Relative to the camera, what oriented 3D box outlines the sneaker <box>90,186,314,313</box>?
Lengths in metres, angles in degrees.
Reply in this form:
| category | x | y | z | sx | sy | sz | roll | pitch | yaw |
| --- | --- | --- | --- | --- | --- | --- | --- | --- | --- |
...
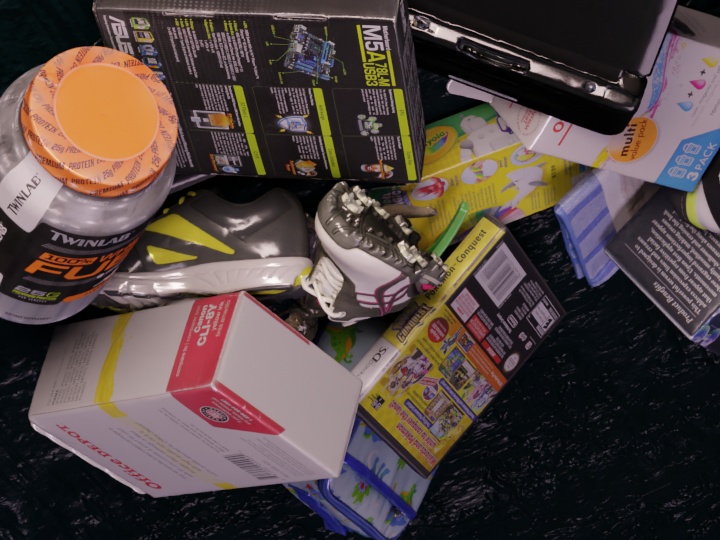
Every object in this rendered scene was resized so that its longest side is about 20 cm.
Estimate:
| category | x | y | z | sx | sy | sz | roll | pitch | yaw |
| --- | --- | --- | --- | --- | --- | --- | --- | --- | --- |
| sneaker | -0.128 | -0.017 | 1.777 | 0.199 | 0.085 | 0.074 | -1 | 166 | 7 |

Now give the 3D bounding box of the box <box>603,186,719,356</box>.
| category | x | y | z | sx | sy | sz | roll | pitch | yaw |
| --- | --- | --- | --- | --- | --- | --- | --- | --- | --- |
| box | 0.312 | -0.039 | 1.909 | 0.200 | 0.107 | 0.148 | -47 | 154 | 11 |

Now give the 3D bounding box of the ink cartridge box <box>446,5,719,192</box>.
| category | x | y | z | sx | sy | sz | roll | pitch | yaw |
| --- | --- | --- | --- | --- | --- | --- | --- | --- | --- |
| ink cartridge box | 0.174 | -0.135 | 1.724 | 0.200 | 0.068 | 0.115 | 12 | 118 | -34 |

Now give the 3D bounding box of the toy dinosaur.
| category | x | y | z | sx | sy | sz | roll | pitch | yaw |
| --- | --- | --- | --- | --- | --- | --- | --- | --- | --- |
| toy dinosaur | -0.033 | -0.009 | 1.832 | 0.088 | 0.048 | 0.200 | 29 | 130 | -18 |

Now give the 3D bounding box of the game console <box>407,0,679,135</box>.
| category | x | y | z | sx | sy | sz | roll | pitch | yaw |
| --- | --- | --- | --- | --- | --- | --- | --- | --- | --- |
| game console | 0.102 | -0.182 | 1.592 | 0.199 | 0.117 | 0.176 | 21 | 175 | 3 |

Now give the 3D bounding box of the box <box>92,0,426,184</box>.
| category | x | y | z | sx | sy | sz | roll | pitch | yaw |
| --- | --- | --- | --- | --- | --- | --- | --- | --- | --- |
| box | -0.060 | -0.126 | 1.585 | 0.192 | 0.048 | 0.200 | 1 | 151 | 8 |

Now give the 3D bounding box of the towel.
| category | x | y | z | sx | sy | sz | roll | pitch | yaw |
| --- | --- | --- | --- | --- | --- | --- | --- | --- | --- |
| towel | 0.237 | -0.078 | 1.894 | 0.200 | 0.024 | 0.147 | -40 | 153 | -6 |

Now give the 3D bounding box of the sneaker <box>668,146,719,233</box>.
| category | x | y | z | sx | sy | sz | roll | pitch | yaw |
| --- | --- | --- | --- | --- | --- | --- | --- | --- | --- |
| sneaker | 0.296 | -0.113 | 1.797 | 0.072 | 0.083 | 0.201 | 8 | 101 | -49 |

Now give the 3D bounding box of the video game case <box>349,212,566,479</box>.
| category | x | y | z | sx | sy | sz | roll | pitch | yaw |
| --- | --- | --- | --- | --- | --- | --- | --- | --- | --- |
| video game case | 0.074 | 0.063 | 1.926 | 0.181 | 0.025 | 0.200 | -50 | 153 | -4 |

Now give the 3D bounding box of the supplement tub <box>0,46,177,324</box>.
| category | x | y | z | sx | sy | sz | roll | pitch | yaw |
| --- | --- | --- | --- | --- | --- | --- | --- | --- | --- |
| supplement tub | -0.192 | -0.055 | 1.577 | 0.122 | 0.123 | 0.200 | -6 | 159 | -25 |

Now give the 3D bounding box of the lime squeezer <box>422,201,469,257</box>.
| category | x | y | z | sx | sy | sz | roll | pitch | yaw |
| --- | --- | --- | --- | --- | --- | --- | --- | --- | --- |
| lime squeezer | 0.019 | -0.004 | 1.864 | 0.200 | 0.038 | 0.071 | -18 | 114 | 35 |

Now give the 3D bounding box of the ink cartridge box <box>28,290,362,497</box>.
| category | x | y | z | sx | sy | sz | roll | pitch | yaw |
| --- | --- | --- | --- | --- | --- | --- | --- | --- | --- |
| ink cartridge box | -0.123 | 0.095 | 1.802 | 0.200 | 0.084 | 0.145 | -11 | 144 | 40 |

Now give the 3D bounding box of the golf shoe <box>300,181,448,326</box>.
| category | x | y | z | sx | sy | sz | roll | pitch | yaw |
| --- | --- | --- | --- | --- | --- | --- | --- | --- | --- |
| golf shoe | 0.000 | 0.000 | 1.693 | 0.088 | 0.077 | 0.200 | -39 | 162 | 6 |

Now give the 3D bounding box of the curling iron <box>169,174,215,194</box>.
| category | x | y | z | sx | sy | sz | roll | pitch | yaw |
| --- | --- | --- | --- | --- | --- | --- | --- | --- | --- |
| curling iron | -0.185 | -0.049 | 1.721 | 0.199 | 0.026 | 0.050 | -13 | 153 | -15 |

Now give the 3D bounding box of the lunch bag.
| category | x | y | z | sx | sy | sz | roll | pitch | yaw |
| --- | --- | --- | --- | --- | --- | --- | --- | --- | --- |
| lunch bag | 0.006 | 0.133 | 2.022 | 0.161 | 0.082 | 0.200 | -62 | 153 | -12 |

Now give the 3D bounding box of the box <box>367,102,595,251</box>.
| category | x | y | z | sx | sy | sz | roll | pitch | yaw |
| --- | --- | --- | --- | --- | --- | --- | --- | --- | --- |
| box | 0.100 | -0.078 | 1.845 | 0.199 | 0.048 | 0.117 | -22 | 152 | -4 |
